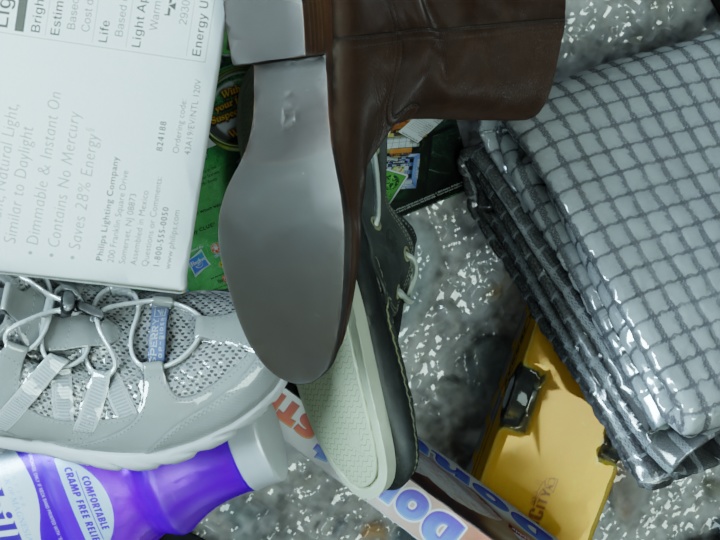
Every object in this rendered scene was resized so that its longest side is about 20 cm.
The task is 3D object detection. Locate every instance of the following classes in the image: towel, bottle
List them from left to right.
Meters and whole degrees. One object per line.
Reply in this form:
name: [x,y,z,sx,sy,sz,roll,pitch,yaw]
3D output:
bottle: [-0.132,0.099,1.002,0.200,0.065,0.084,-17,104,10]
towel: [0.159,-0.007,1.058,0.165,0.200,0.086,-17,154,-27]

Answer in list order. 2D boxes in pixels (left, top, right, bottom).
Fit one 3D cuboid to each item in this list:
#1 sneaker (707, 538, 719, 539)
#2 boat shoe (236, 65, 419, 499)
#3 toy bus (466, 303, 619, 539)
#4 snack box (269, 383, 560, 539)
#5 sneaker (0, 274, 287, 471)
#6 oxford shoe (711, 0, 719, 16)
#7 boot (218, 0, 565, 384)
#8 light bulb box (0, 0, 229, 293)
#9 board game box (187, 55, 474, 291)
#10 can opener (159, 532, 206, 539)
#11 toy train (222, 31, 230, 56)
sneaker: [0.154,0.225,1.172,0.200,0.115,0.075,-34,116,-9]
boat shoe: [0.000,0.000,0.999,0.067,0.072,0.200,-5,73,-28]
toy bus: [0.088,0.100,1.120,0.065,0.078,0.200,18,99,-4]
snack box: [0.009,0.087,1.046,0.200,0.072,0.024,36,101,-1]
sneaker: [-0.125,0.036,0.942,0.199,0.075,0.082,-7,142,3]
oxford shoe: [0.197,-0.173,1.092,0.071,0.071,0.200,-32,115,-16]
boot: [0.025,-0.059,0.962,0.200,0.064,0.187,-15,109,-53]
light bulb box: [-0.165,-0.105,0.916,0.200,0.125,0.199,7,97,-21]
board game box: [-0.050,-0.051,1.052,0.200,0.023,0.105,-22,115,-15]
can opener: [-0.025,0.189,1.115,0.200,0.063,0.079,39,90,-28]
toy train: [-0.047,-0.190,0.991,0.042,0.056,0.201,-1,107,-22]
